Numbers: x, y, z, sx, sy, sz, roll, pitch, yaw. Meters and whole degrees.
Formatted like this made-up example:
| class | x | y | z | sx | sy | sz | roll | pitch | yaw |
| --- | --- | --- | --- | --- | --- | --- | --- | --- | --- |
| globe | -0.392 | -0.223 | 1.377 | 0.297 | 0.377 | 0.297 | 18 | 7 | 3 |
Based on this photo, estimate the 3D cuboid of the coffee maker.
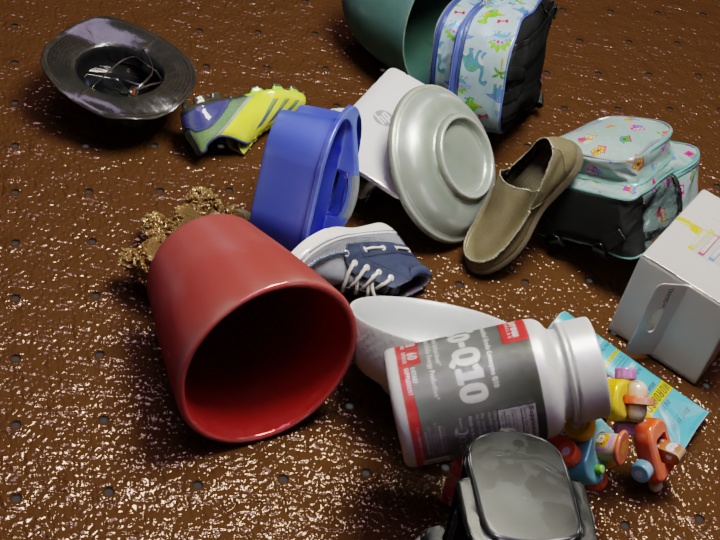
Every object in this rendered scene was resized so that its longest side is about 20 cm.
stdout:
| class | x | y | z | sx | sy | sz | roll | pitch | yaw |
| --- | --- | --- | --- | --- | --- | --- | --- | --- | --- |
| coffee maker | 0.132 | 0.274 | 1.065 | 0.133 | 0.202 | 0.193 | -15 | 49 | -26 |

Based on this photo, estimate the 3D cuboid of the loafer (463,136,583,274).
| class | x | y | z | sx | sy | sz | roll | pitch | yaw |
| --- | --- | --- | --- | --- | --- | --- | --- | --- | --- |
| loafer | 0.186 | -0.087 | 1.475 | 0.067 | 0.201 | 0.076 | 31 | 8 | -46 |

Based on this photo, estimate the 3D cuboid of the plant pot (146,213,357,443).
| class | x | y | z | sx | sy | sz | roll | pitch | yaw |
| --- | --- | --- | --- | --- | --- | --- | --- | --- | --- |
| plant pot | -0.129 | 0.046 | 1.259 | 0.198 | 0.203 | 0.178 | -13 | 40 | -26 |

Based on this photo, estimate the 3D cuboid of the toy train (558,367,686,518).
| class | x | y | z | sx | sy | sz | roll | pitch | yaw |
| --- | --- | --- | --- | --- | --- | --- | --- | --- | --- |
| toy train | 0.273 | 0.184 | 1.218 | 0.055 | 0.152 | 0.199 | -4 | 16 | 41 |

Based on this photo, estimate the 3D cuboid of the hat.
| class | x | y | z | sx | sy | sz | roll | pitch | yaw |
| --- | --- | --- | --- | --- | --- | --- | --- | --- | --- |
| hat | -0.316 | -0.240 | 1.580 | 0.197 | 0.081 | 0.203 | 8 | 49 | -9 |

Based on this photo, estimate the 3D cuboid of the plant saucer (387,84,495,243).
| class | x | y | z | sx | sy | sz | roll | pitch | yaw |
| --- | --- | --- | --- | --- | --- | --- | --- | --- | --- |
| plant saucer | 0.116 | -0.137 | 1.506 | 0.050 | 0.202 | 0.200 | -13 | 23 | 43 |

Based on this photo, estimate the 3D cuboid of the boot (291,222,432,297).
| class | x | y | z | sx | sy | sz | roll | pitch | yaw |
| --- | --- | --- | --- | --- | --- | --- | --- | --- | --- |
| boot | 0.000 | 0.000 | 1.390 | 0.090 | 0.073 | 0.199 | 43 | 36 | 23 |

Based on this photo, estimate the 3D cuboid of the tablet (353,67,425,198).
| class | x | y | z | sx | sy | sz | roll | pitch | yaw |
| --- | --- | --- | --- | --- | --- | --- | --- | --- | --- |
| tablet | 0.045 | -0.179 | 1.538 | 0.129 | 0.014 | 0.200 | 32 | 49 | 9 |

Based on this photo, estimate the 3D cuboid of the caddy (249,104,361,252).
| class | x | y | z | sx | sy | sz | roll | pitch | yaw |
| --- | --- | --- | --- | --- | --- | --- | --- | --- | --- |
| caddy | -0.052 | -0.100 | 1.415 | 0.104 | 0.203 | 0.141 | 18 | 17 | 13 |

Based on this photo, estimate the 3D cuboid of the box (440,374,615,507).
| class | x | y | z | sx | sy | sz | roll | pitch | yaw |
| --- | --- | --- | --- | --- | --- | --- | --- | --- | --- |
| box | 0.179 | 0.177 | 1.253 | 0.099 | 0.096 | 0.200 | 31 | 46 | 17 |

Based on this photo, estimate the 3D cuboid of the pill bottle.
| class | x | y | z | sx | sy | sz | roll | pitch | yaw |
| --- | --- | --- | --- | --- | --- | --- | --- | --- | --- |
| pill bottle | 0.128 | 0.110 | 1.144 | 0.197 | 0.115 | 0.115 | -13 | 45 | 2 |

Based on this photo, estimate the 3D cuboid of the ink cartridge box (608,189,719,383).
| class | x | y | z | sx | sy | sz | roll | pitch | yaw |
| --- | --- | --- | --- | --- | --- | --- | --- | --- | --- |
| ink cartridge box | 0.399 | 0.024 | 1.443 | 0.125 | 0.130 | 0.200 | 33 | 47 | 20 |

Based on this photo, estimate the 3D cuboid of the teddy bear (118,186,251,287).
| class | x | y | z | sx | sy | sz | roll | pitch | yaw |
| --- | --- | --- | --- | --- | --- | --- | --- | --- | --- |
| teddy bear | -0.197 | -0.029 | 1.411 | 0.143 | 0.067 | 0.201 | 20 | 36 | -6 |

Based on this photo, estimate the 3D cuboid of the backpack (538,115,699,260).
| class | x | y | z | sx | sy | sz | roll | pitch | yaw |
| --- | --- | --- | --- | --- | --- | --- | --- | --- | --- |
| backpack | 0.336 | -0.114 | 1.543 | 0.199 | 0.156 | 0.175 | -19 | 23 | -40 |

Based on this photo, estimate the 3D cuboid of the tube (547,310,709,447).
| class | x | y | z | sx | sy | sz | roll | pitch | yaw |
| --- | --- | --- | --- | --- | --- | --- | --- | --- | --- |
| tube | 0.297 | 0.125 | 1.379 | 0.199 | 0.051 | 0.077 | 37 | 55 | 16 |

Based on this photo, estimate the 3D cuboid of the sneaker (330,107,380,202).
| class | x | y | z | sx | sy | sz | roll | pitch | yaw |
| --- | --- | --- | --- | --- | --- | --- | --- | --- | --- |
| sneaker | 0.040 | -0.135 | 1.562 | 0.196 | 0.080 | 0.131 | 13 | 50 | -11 |

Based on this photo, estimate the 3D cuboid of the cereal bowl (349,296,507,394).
| class | x | y | z | sx | sy | sz | roll | pitch | yaw |
| --- | --- | --- | --- | --- | --- | --- | --- | --- | --- |
| cereal bowl | 0.076 | 0.093 | 1.299 | 0.197 | 0.085 | 0.200 | 9 | 12 | -2 |

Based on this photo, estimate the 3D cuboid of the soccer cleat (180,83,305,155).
| class | x | y | z | sx | sy | sz | roll | pitch | yaw |
| --- | --- | --- | --- | --- | --- | --- | --- | --- | --- |
| soccer cleat | -0.151 | -0.196 | 1.600 | 0.199 | 0.064 | 0.085 | -17 | 92 | -41 |

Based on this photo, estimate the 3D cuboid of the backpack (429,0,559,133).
| class | x | y | z | sx | sy | sz | roll | pitch | yaw |
| --- | --- | --- | --- | --- | --- | --- | --- | --- | --- |
| backpack | 0.174 | -0.286 | 1.658 | 0.145 | 0.185 | 0.200 | 14 | 29 | 16 |

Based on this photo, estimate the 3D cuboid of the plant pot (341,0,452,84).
| class | x | y | z | sx | sy | sz | roll | pitch | yaw |
| --- | --- | --- | --- | --- | --- | --- | --- | --- | --- |
| plant pot | 0.070 | -0.386 | 1.750 | 0.160 | 0.203 | 0.200 | 31 | 45 | 34 |
